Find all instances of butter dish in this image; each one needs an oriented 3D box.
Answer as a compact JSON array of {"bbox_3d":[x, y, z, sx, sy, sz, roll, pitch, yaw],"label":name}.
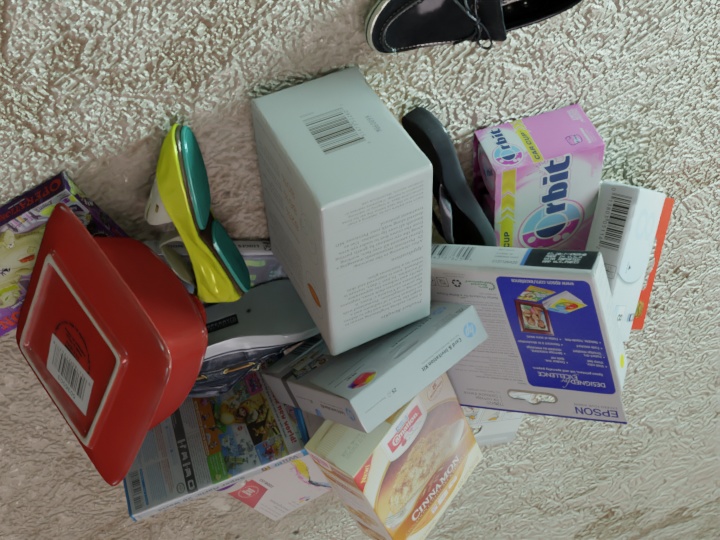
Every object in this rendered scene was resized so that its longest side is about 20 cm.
[{"bbox_3d":[-0.208,0.057,0.985,0.148,0.200,0.200,-17,148,-44],"label":"butter dish"}]

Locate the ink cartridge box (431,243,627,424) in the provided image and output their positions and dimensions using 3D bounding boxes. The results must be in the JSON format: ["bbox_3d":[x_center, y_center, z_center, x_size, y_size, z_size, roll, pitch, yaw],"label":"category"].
[{"bbox_3d":[0.163,0.063,1.074,0.197,0.047,0.200,3,134,30],"label":"ink cartridge box"}]

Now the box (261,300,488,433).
[{"bbox_3d":[0.009,0.084,1.051,0.156,0.200,0.041,-36,107,-23],"label":"box"}]

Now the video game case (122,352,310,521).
[{"bbox_3d":[-0.162,0.165,1.132,0.199,0.143,0.018,-21,145,1],"label":"video game case"}]

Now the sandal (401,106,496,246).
[{"bbox_3d":[0.079,-0.076,1.054,0.043,0.076,0.200,-39,130,-9],"label":"sandal"}]

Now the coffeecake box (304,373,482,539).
[{"bbox_3d":[0.042,0.196,1.152,0.154,0.073,0.200,-50,141,-20],"label":"coffeecake box"}]

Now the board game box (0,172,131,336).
[{"bbox_3d":[-0.324,-0.003,1.000,0.200,0.032,0.120,-29,144,9],"label":"board game box"}]

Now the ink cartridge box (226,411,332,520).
[{"bbox_3d":[-0.063,0.224,1.331,0.200,0.068,0.116,-32,138,13],"label":"ink cartridge box"}]

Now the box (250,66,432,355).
[{"bbox_3d":[-0.015,-0.052,0.969,0.106,0.152,0.200,-22,142,-15],"label":"box"}]

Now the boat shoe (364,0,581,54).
[{"bbox_3d":[0.100,-0.227,0.903,0.199,0.062,0.075,-18,142,-1],"label":"boat shoe"}]

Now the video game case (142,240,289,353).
[{"bbox_3d":[-0.152,0.045,1.129,0.181,0.023,0.200,-1,136,-23],"label":"video game case"}]

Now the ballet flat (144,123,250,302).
[{"bbox_3d":[-0.161,-0.043,0.986,0.067,0.067,0.200,-10,132,9],"label":"ballet flat"}]

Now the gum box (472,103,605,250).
[{"bbox_3d":[0.181,-0.066,1.112,0.113,0.066,0.200,-16,140,-7],"label":"gum box"}]

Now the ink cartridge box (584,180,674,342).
[{"bbox_3d":[0.299,-0.005,1.142,0.200,0.047,0.161,4,101,-52],"label":"ink cartridge box"}]

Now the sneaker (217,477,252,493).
[{"bbox_3d":[-0.157,0.185,1.234,0.083,0.081,0.200,-1,137,-28],"label":"sneaker"}]

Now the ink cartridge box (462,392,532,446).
[{"bbox_3d":[0.136,0.138,1.290,0.199,0.045,0.177,-1,125,-36],"label":"ink cartridge box"}]

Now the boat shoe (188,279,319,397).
[{"bbox_3d":[-0.115,0.072,1.112,0.199,0.071,0.091,-14,144,0],"label":"boat shoe"}]
